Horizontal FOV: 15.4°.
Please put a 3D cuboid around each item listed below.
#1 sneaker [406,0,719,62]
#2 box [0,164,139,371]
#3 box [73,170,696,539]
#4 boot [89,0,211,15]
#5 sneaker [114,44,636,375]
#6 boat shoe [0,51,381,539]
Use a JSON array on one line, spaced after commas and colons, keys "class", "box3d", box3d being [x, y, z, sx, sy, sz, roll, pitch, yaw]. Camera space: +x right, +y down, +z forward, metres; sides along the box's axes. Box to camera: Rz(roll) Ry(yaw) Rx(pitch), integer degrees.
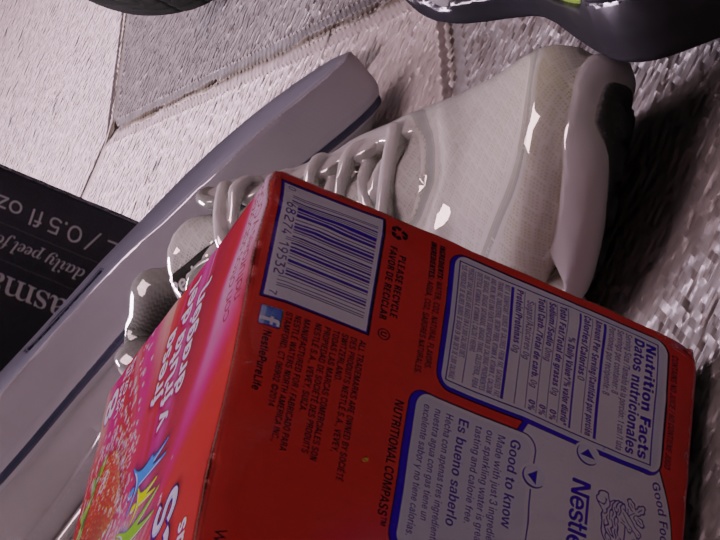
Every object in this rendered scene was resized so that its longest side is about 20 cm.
[{"class": "sneaker", "box3d": [0.045, -0.105, 0.602, 0.071, 0.083, 0.200, -29, 18, -13]}, {"class": "box", "box3d": [-0.180, 0.059, 0.971, 0.117, 0.196, 0.201, -27, 43, 66]}, {"class": "box", "box3d": [-0.007, 0.096, 0.496, 0.096, 0.099, 0.201, -51, 23, 48]}, {"class": "boot", "box3d": [-0.062, -0.211, 1.170, 0.203, 0.073, 0.154, -32, 40, 54]}, {"class": "sneaker", "box3d": [0.000, 0.000, 0.652, 0.200, 0.081, 0.075, -43, 27, 55]}, {"class": "boat shoe", "box3d": [-0.056, 0.019, 0.848, 0.200, 0.065, 0.074, -46, 9, 2]}]
